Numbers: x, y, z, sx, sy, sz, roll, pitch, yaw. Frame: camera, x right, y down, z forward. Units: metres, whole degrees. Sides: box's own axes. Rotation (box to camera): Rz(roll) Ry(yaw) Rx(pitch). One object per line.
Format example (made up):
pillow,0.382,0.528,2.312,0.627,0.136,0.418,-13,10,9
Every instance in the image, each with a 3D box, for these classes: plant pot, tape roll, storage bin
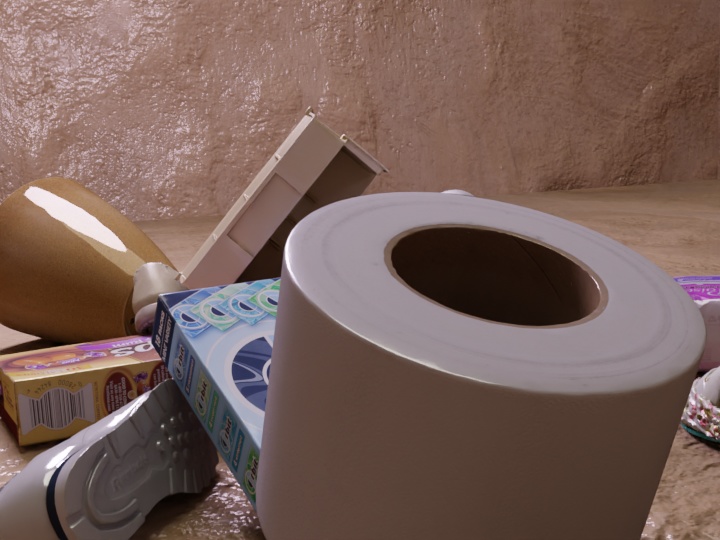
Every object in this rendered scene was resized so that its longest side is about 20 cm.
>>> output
plant pot,-0.297,0.011,1.095,0.198,0.189,0.185,20,20,34
tape roll,0.052,0.062,0.482,0.199,0.141,0.203,8,26,-4
storage bin,-0.072,-0.046,0.935,0.093,0.201,0.199,39,3,-5

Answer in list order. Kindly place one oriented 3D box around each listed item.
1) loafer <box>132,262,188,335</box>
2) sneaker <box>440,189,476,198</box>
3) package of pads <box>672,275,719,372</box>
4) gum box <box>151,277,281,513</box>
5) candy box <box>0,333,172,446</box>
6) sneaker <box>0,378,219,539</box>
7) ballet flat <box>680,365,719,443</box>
loafer,-0.180,0.039,0.983,0.074,0.069,0.200,-12,-14,-2
sneaker,0.075,-0.022,0.826,0.078,0.100,0.201,36,-24,10
package of pads,0.326,0.048,0.911,0.197,0.077,0.121,-2,9,8
gum box,-0.018,0.078,0.627,0.168,0.045,0.200,-8,38,-34
candy box,-0.203,0.094,0.835,0.197,0.057,0.116,-8,9,-28
sneaker,-0.155,0.121,0.609,0.080,0.077,0.200,-19,-2,18
ballet flat,0.270,0.095,0.659,0.074,0.065,0.200,-4,8,-5
